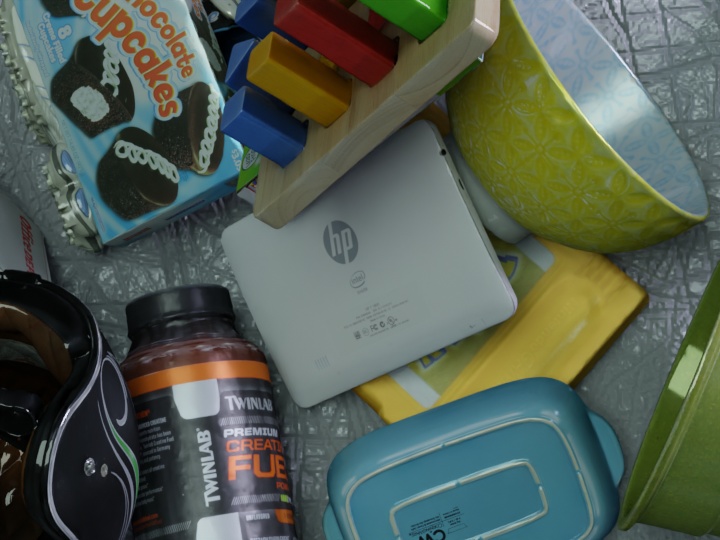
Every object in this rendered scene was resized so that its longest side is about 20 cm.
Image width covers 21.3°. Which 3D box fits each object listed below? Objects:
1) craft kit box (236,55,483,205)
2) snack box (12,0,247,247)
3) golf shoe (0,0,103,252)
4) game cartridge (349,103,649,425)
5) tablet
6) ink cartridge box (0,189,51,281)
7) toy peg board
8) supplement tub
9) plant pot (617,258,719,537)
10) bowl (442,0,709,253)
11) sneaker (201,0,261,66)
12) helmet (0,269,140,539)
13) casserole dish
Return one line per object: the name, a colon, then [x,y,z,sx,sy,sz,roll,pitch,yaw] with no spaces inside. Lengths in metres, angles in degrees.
craft kit box: [0.005,-0.159,1.189,0.197,0.048,0.202,-33,37,40]
snack box: [-0.149,-0.131,1.256,0.115,0.037,0.202,-26,78,16]
golf shoe: [-0.189,-0.116,1.328,0.096,0.078,0.202,-22,80,-7]
game cartridge: [0.058,0.017,1.244,0.200,0.032,0.177,42,93,19]
tablet: [0.000,0.000,1.200,0.199,0.014,0.131,-26,88,40]
ink cartridge box: [-0.298,-0.039,1.247,0.084,0.146,0.200,-38,117,6]
toy peg board: [-0.019,-0.167,1.083,0.199,0.097,0.201,-38,33,39]
supplement tub: [-0.103,0.114,1.233,0.106,0.107,0.202,-14,77,13]
plant pot: [0.272,0.094,1.105,0.188,0.200,0.202,23,87,5]
bowl: [0.111,-0.080,1.170,0.107,0.200,0.201,-38,72,20]
sneaker: [-0.107,-0.178,1.305,0.072,0.072,0.201,-41,71,7]
helmet: [-0.223,0.121,1.149,0.197,0.192,0.201,2,38,-2]
casserole dish: [0.068,0.145,1.193,0.198,0.039,0.122,-21,97,11]
